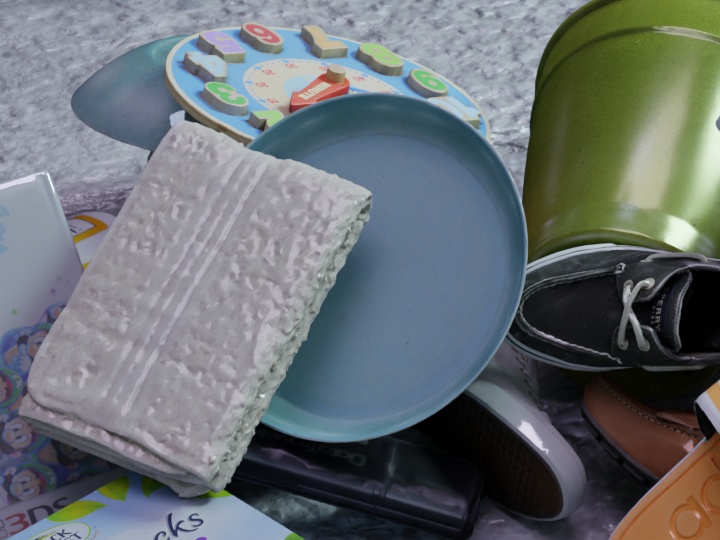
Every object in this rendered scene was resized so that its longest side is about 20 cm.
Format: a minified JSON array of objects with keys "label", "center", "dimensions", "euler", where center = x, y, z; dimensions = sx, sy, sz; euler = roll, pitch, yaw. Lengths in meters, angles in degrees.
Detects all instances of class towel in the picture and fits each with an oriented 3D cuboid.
[{"label":"towel","center":[-0.089,0.020,1.616],"dimensions":[0.132,0.034,0.200],"euler":[21,70,24]}]

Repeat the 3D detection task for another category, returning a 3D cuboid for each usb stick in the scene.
[{"label":"usb stick","center":[-0.028,0.103,1.636],"dimensions":[0.200,0.033,0.055],"euler":[16,41,0]}]

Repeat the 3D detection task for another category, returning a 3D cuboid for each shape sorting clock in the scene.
[{"label":"shape sorting clock","center":[-0.018,-0.104,1.771],"dimensions":[0.200,0.039,0.200],"euler":[14,28,-7]}]

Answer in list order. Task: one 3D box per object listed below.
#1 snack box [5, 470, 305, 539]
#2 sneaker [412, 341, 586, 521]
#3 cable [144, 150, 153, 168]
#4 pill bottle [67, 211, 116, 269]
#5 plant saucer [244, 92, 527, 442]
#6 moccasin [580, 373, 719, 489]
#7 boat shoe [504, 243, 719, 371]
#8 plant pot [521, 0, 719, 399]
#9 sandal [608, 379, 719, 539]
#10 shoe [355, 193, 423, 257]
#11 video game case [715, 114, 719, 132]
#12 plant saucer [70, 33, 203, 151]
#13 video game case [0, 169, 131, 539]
[{"label":"snack box","center":[-0.123,0.191,1.522],"dimensions":[0.200,0.068,0.169],"euler":[-26,37,-33]},{"label":"sneaker","center":[0.082,0.071,1.683],"dimensions":[0.085,0.073,0.200],"euler":[-23,35,-23]},{"label":"cable","center":[-0.034,-0.058,1.882],"dimensions":[0.200,0.069,0.200],"euler":[6,20,0]},{"label":"pill bottle","center":[-0.182,0.035,1.743],"dimensions":[0.200,0.109,0.109],"euler":[-26,38,-31]},{"label":"plant saucer","center":[0.000,0.000,1.635],"dimensions":[0.200,0.027,0.200],"euler":[-6,72,19]},{"label":"moccasin","center":[0.204,0.101,1.598],"dimensions":[0.201,0.074,0.078],"euler":[28,89,42]},{"label":"boat shoe","center":[0.166,0.019,1.605],"dimensions":[0.200,0.071,0.064],"euler":[-1,-1,16]},{"label":"plant pot","center":[0.175,-0.034,1.749],"dimensions":[0.200,0.201,0.193],"euler":[7,42,18]},{"label":"sandal","center":[0.194,0.100,1.528],"dimensions":[0.059,0.207,0.079],"euler":[23,24,-54]},{"label":"shoe","center":[-0.010,-0.013,1.699],"dimensions":[0.200,0.091,0.072],"euler":[-5,61,-3]},{"label":"video game case","center":[0.305,-0.011,1.605],"dimensions":[0.200,0.023,0.182],"euler":[14,31,-39]},{"label":"plant saucer","center":[-0.081,-0.116,1.865],"dimensions":[0.201,0.039,0.201],"euler":[6,20,-2]},{"label":"video game case","center":[-0.226,0.064,1.637],"dimensions":[0.182,0.200,0.024],"euler":[-19,-5,-14]}]
